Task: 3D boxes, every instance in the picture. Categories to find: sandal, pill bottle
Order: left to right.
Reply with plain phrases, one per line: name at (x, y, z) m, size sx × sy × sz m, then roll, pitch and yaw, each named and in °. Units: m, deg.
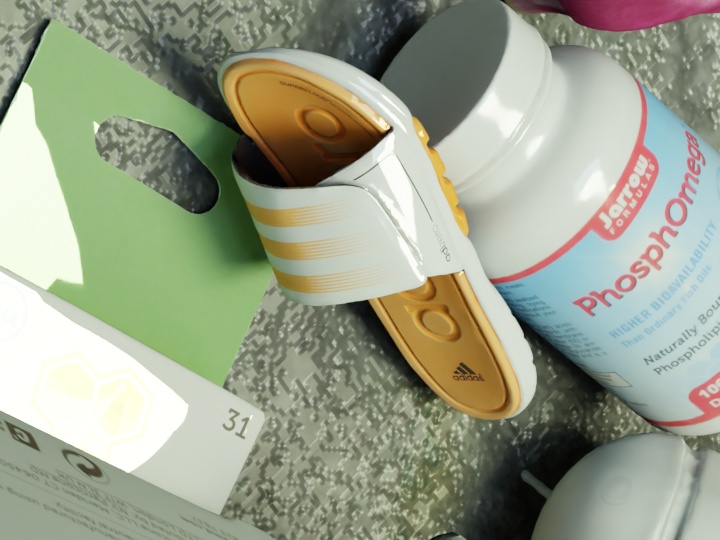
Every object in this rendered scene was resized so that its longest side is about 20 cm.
sandal at (0.007, 0.000, 1.119) m, size 0.207 × 0.079 × 0.059 m, roll 56°, pitch 49°, yaw -30°
pill bottle at (0.098, -0.023, 1.180) m, size 0.200 × 0.109 × 0.109 m, roll 38°, pitch 75°, yaw -30°

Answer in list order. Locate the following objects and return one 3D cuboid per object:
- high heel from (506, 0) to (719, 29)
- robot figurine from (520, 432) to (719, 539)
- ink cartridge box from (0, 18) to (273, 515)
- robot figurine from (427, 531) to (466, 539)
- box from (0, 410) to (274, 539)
high heel at (0.162, -0.144, 1.207) m, size 0.199 × 0.096 × 0.068 m, roll -11°, pitch 98°, yaw -31°
robot figurine at (0.156, 0.140, 1.203) m, size 0.199 × 0.170 × 0.114 m, roll 22°, pitch 103°, yaw 3°
ink cartridge box at (-0.100, 0.025, 1.095) m, size 0.145 × 0.048 × 0.201 m, roll 31°, pitch 80°, yaw -31°
robot figurine at (0.029, 0.198, 1.064) m, size 0.145 × 0.058 × 0.201 m, roll 30°, pitch 84°, yaw -13°
box at (-0.123, 0.171, 0.976) m, size 0.198 × 0.200 × 0.172 m, roll 29°, pitch 105°, yaw -32°
